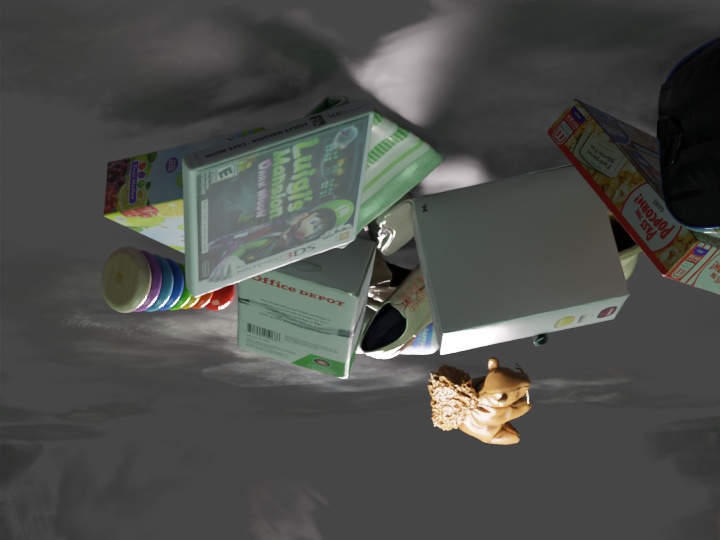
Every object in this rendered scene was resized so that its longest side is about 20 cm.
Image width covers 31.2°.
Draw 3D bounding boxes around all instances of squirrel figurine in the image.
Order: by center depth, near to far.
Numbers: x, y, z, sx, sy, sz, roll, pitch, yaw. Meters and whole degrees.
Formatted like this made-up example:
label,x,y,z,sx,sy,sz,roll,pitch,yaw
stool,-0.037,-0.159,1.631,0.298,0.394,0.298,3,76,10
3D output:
label,x,y,z,sx,sy,sz,roll,pitch,yaw
squirrel figurine,0.228,0.241,2.443,0.200,0.142,0.187,-1,159,-10

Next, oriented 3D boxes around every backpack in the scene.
label,x,y,z,sx,sy,sz,roll,pitch,yaw
backpack,0.348,-0.109,1.057,0.147,0.183,0.200,8,168,-27

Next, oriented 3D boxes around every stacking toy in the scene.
label,x,y,z,sx,sy,sz,roll,pitch,yaw
stacking toy,-0.245,0.018,1.722,0.085,0.086,0.200,-12,168,37

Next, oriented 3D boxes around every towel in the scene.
label,x,y,z,sx,sy,sz,roll,pitch,yaw
towel,-0.020,-0.095,1.268,0.152,0.023,0.200,-40,149,17

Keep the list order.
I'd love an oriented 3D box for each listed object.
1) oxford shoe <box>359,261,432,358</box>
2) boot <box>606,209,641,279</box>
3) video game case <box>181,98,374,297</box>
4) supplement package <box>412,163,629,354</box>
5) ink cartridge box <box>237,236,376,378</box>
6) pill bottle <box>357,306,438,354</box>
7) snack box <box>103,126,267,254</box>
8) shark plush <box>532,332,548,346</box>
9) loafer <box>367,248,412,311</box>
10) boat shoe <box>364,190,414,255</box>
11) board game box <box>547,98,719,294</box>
label,x,y,z,sx,sy,sz,roll,pitch,yaw
oxford shoe,0.075,0.037,1.617,0.071,0.200,0.074,41,-168,12
boot,0.250,-0.021,1.581,0.200,0.073,0.155,-2,165,-1
video game case,-0.079,-0.064,1.215,0.182,0.023,0.200,-20,150,-19
supplement package,0.168,-0.012,1.391,0.200,0.156,0.111,-12,164,0
ink cartridge box,-0.066,0.031,1.530,0.146,0.083,0.200,17,148,4
pill bottle,0.054,0.060,1.794,0.200,0.114,0.114,1,165,-7
snack box,-0.140,-0.077,1.366,0.200,0.068,0.169,-8,161,27
shark plush,0.186,0.007,1.502,0.091,0.200,0.083,-3,137,-34
loafer,0.000,0.000,1.666,0.200,0.076,0.067,20,121,-37
boat shoe,0.031,-0.069,1.457,0.067,0.057,0.200,-37,168,-3
board game box,0.281,-0.065,1.205,0.151,0.200,0.046,15,123,-44
